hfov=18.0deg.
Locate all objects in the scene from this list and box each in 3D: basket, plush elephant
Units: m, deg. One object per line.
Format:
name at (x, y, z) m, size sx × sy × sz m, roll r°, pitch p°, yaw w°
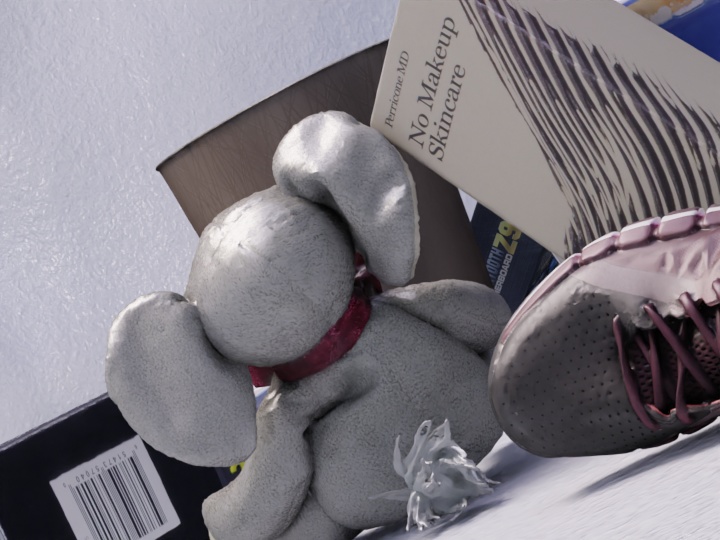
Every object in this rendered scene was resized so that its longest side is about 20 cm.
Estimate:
basket at (0.000, 0.000, 1.215) m, size 0.135 × 0.201 × 0.180 m, roll -27°, pitch 0°, yaw -35°
plush elephant at (-0.021, 0.030, 0.951) m, size 0.164 × 0.155 × 0.200 m, roll -38°, pitch 6°, yaw -9°

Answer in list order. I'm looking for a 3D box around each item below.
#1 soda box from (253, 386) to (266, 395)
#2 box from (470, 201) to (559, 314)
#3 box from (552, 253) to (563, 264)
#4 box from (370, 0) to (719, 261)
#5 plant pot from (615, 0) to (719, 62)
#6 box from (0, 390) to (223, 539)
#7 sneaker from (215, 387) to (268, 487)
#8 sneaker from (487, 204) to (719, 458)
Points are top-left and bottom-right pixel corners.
soda box at (0.014, 0.068, 1.446) m, size 0.199 × 0.064 × 0.068 m, roll -27°, pitch 0°, yaw 0°
box at (0.121, -0.064, 1.372) m, size 0.200 × 0.051 × 0.159 m, roll -52°, pitch -17°, yaw -46°
box at (0.199, -0.060, 1.173) m, size 0.200 × 0.102 × 0.112 m, roll -37°, pitch -5°, yaw 28°
box at (0.100, -0.048, 0.877) m, size 0.068 × 0.199 × 0.083 m, roll -20°, pitch -46°, yaw -43°
plant pot at (0.187, -0.083, 0.998) m, size 0.199 × 0.201 × 0.180 m, roll -26°, pitch 7°, yaw 26°
box at (-0.183, 0.146, 1.129) m, size 0.199 × 0.105 × 0.148 m, roll -27°, pitch 0°, yaw 39°
sneaker at (-0.088, 0.118, 1.309) m, size 0.199 × 0.075 × 0.082 m, roll -17°, pitch -7°, yaw -40°
sneaker at (0.122, 0.016, 0.740) m, size 0.199 × 0.076 × 0.115 m, roll -26°, pitch 4°, yaw 18°
